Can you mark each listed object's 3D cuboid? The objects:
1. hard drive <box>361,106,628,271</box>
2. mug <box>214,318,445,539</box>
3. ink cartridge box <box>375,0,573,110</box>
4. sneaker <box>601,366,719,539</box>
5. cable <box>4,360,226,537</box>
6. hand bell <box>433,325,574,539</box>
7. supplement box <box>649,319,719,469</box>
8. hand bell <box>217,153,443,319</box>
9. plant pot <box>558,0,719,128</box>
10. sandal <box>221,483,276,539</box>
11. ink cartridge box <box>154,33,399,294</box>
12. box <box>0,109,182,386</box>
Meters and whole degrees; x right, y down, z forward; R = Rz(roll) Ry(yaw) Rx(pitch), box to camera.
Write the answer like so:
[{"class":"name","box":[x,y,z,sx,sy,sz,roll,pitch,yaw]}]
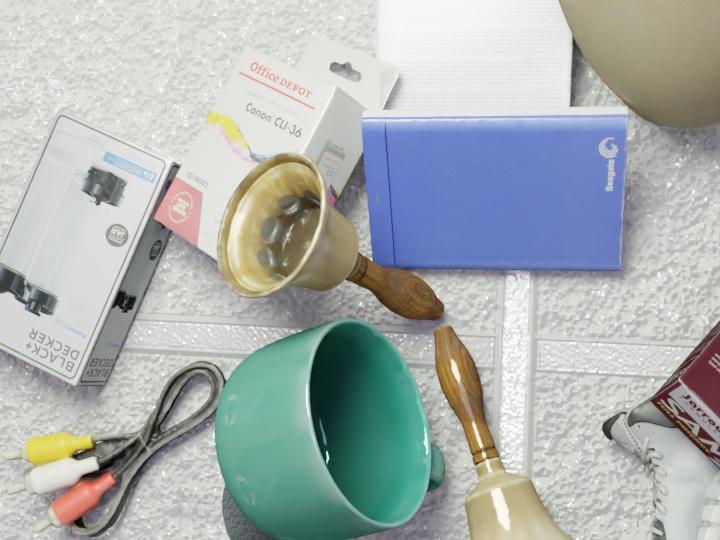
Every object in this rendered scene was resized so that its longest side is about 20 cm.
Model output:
[{"class":"hard drive","box":[0.104,-0.061,0.885,0.197,0.025,0.133,1,122,10]},{"class":"mug","box":[-0.027,0.136,0.849,0.113,0.152,0.186,-19,113,31]},{"class":"ink cartridge box","box":[0.091,-0.152,0.925,0.159,0.050,0.203,2,97,9]},{"class":"sneaker","box":[0.227,0.165,0.867,0.115,0.075,0.202,25,80,15]},{"class":"cable","box":[-0.194,0.153,0.942,0.198,0.050,0.098,-28,83,8]},{"class":"hand bell","box":[0.097,0.138,0.889,0.103,0.104,0.202,-19,71,8]},{"class":"supplement box","box":[0.315,0.057,0.822,0.109,0.061,0.200,45,69,10]},{"class":"hand bell","box":[0.000,0.000,0.854,0.103,0.199,0.105,-20,58,36]},{"class":"plant pot","box":[0.244,-0.186,0.840,0.198,0.201,0.136,-9,120,9]},{"class":"sandal","box":[-0.038,0.233,0.920,0.076,0.043,0.201,-42,86,13]},{"class":"ink cartridge box","box":[-0.066,-0.099,0.909,0.116,0.067,0.202,29,91,38]},{"class":"box","box":[-0.234,-0.017,0.956,0.116,0.060,0.202,25,91,10]}]
